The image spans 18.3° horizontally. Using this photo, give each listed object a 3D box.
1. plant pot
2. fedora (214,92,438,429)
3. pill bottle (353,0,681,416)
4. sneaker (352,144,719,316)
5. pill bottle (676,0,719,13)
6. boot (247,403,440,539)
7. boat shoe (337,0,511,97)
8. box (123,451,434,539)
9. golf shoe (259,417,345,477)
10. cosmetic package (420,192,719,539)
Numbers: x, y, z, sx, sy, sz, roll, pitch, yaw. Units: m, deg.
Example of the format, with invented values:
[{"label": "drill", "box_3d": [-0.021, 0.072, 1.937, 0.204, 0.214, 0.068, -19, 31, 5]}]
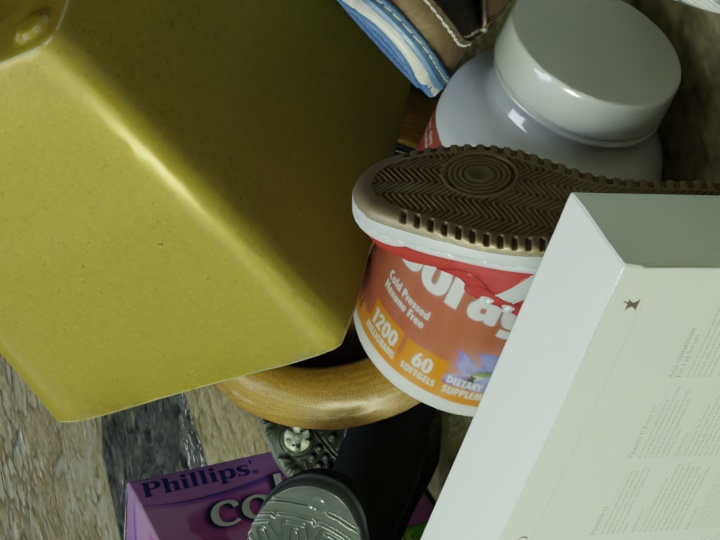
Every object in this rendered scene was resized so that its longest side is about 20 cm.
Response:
[{"label": "plant pot", "box_3d": [-0.119, -0.075, 1.119, 0.193, 0.200, 0.197, -16, 42, 33]}, {"label": "fedora", "box_3d": [0.000, 0.000, 1.234, 0.082, 0.199, 0.202, 50, -161, -67]}, {"label": "pill bottle", "box_3d": [0.076, -0.033, 1.068, 0.113, 0.111, 0.201, 62, 144, 36]}, {"label": "sneaker", "box_3d": [0.092, 0.012, 0.984, 0.072, 0.198, 0.113, -76, -7, -47]}, {"label": "pill bottle", "box_3d": [0.160, -0.148, 0.840, 0.200, 0.110, 0.112, -150, 54, -61]}, {"label": "boot", "box_3d": [0.001, 0.115, 1.241, 0.200, 0.065, 0.166, -59, -16, -47]}, {"label": "boat shoe", "box_3d": [0.034, -0.134, 1.009, 0.072, 0.072, 0.200, 47, -169, -8]}, {"label": "box", "box_3d": [-0.029, 0.206, 1.346, 0.200, 0.175, 0.097, -127, 34, -48]}, {"label": "golf shoe", "box_3d": [-0.032, 0.060, 1.418, 0.088, 0.076, 0.201, 100, 168, -52]}, {"label": "cosmetic package", "box_3d": [0.123, 0.061, 0.920, 0.052, 0.150, 0.201, 56, 137, 42]}]
